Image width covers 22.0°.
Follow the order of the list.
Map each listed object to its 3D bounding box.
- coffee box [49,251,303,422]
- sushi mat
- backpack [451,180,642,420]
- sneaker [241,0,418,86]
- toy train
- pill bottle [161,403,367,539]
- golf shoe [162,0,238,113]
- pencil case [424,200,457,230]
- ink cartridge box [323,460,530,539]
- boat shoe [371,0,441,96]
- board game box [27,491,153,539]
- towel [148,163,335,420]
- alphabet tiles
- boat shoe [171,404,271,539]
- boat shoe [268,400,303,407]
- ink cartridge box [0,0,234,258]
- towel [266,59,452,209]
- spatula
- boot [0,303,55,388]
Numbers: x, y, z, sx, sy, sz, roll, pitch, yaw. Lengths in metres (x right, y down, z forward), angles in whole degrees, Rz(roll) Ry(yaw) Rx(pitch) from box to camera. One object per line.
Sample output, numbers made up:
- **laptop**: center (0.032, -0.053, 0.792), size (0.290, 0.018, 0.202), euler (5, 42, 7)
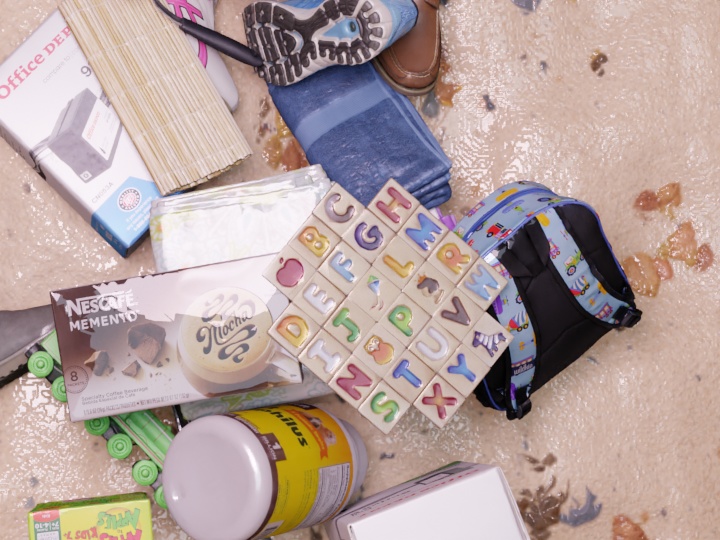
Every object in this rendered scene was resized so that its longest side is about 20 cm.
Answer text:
- **coffee box**: center (-0.154, 0.056, 1.570), size (0.198, 0.080, 0.114), euler (-9, 89, -1)
- **sushi mat**: center (-0.182, -0.168, 1.654), size (0.095, 0.012, 0.201), euler (-27, 84, -25)
- **backpack**: center (0.138, 0.006, 1.661), size (0.182, 0.200, 0.135), euler (-38, 49, -6)
- **sneaker**: center (-0.027, -0.216, 1.682), size (0.090, 0.199, 0.079), euler (-22, 108, -43)
- **toy train**: center (-0.214, 0.129, 1.632), size (0.056, 0.042, 0.200), euler (-45, 93, -9)
- **pill bottle**: center (-0.075, 0.173, 1.607), size (0.108, 0.199, 0.110), euler (0, 91, 30)
- **golf shoe**: center (-0.162, -0.237, 1.719), size (0.092, 0.073, 0.201), euler (-33, 90, -11)
- **pencil case**: center (0.000, 0.000, 1.713), size (0.199, 0.085, 0.084), euler (-34, 118, -7)
- **ink cartridge box**: center (0.055, 0.233, 1.642), size (0.144, 0.200, 0.085), euler (-21, 88, -9)
- **boat shoe**: center (0.039, -0.260, 1.716), size (0.071, 0.068, 0.202), euler (-2, 63, -15)
- **board game box**: center (-0.232, 0.223, 1.603), size (0.101, 0.200, 0.048), euler (-6, 86, -8)
- **towel**: center (-0.090, 0.019, 1.635), size (0.170, 0.048, 0.202), euler (-10, 88, 1)
- **alphabet tiles**: center (0.023, 0.030, 1.542), size (0.200, 0.006, 0.167), euler (40, 83, -5)
- **boat shoe**: center (-0.145, 0.185, 1.686), size (0.068, 0.074, 0.201), euler (-23, 99, 2)
- **boat shoe**: center (-0.115, 0.082, 1.713), size (0.073, 0.062, 0.201), euler (-35, 104, -43)
- **ink cartridge box**: center (-0.235, -0.135, 1.694), size (0.200, 0.084, 0.145), euler (44, 81, -2)
- **towel**: center (-0.003, -0.132, 1.706), size (0.111, 0.049, 0.201), euler (-27, 64, -8)
- **spatula**: center (-0.170, -0.234, 1.657), size (0.199, 0.057, 0.021), euler (31, 119, -23)
- **boot**: center (-0.358, 0.007, 1.680), size (0.181, 0.073, 0.201), euler (-29, 83, -11)
